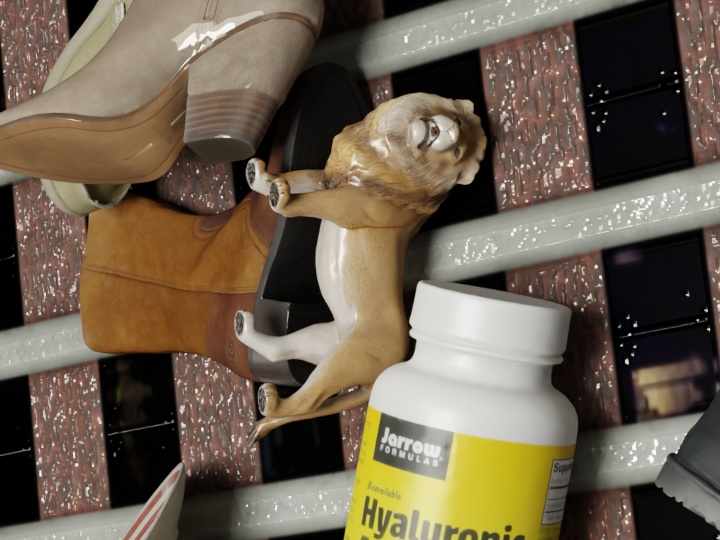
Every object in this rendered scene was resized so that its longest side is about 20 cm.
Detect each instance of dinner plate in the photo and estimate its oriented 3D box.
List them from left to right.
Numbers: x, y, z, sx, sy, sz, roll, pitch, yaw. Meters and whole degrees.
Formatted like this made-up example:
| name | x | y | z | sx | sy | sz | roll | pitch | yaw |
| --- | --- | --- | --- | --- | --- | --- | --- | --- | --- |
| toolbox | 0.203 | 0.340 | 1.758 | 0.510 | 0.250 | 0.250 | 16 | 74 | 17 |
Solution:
| name | x | y | z | sx | sy | sz | roll | pitch | yaw |
| --- | --- | --- | --- | --- | --- | --- | --- | --- | --- |
| dinner plate | -0.150 | 0.199 | 1.374 | 0.024 | 0.200 | 0.200 | 33 | 111 | -3 |

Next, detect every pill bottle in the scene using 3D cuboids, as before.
| name | x | y | z | sx | sy | sz | roll | pitch | yaw |
| --- | --- | --- | --- | --- | --- | --- | --- | --- | --- |
| pill bottle | 0.052 | 0.110 | 1.245 | 0.111 | 0.111 | 0.200 | 12 | 94 | 38 |

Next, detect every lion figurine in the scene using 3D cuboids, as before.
| name | x | y | z | sx | sy | sz | roll | pitch | yaw |
| --- | --- | --- | --- | --- | --- | --- | --- | --- | --- |
| lion figurine | 0.000 | 0.000 | 1.303 | 0.072 | 0.122 | 0.200 | -148 | 63 | -62 |

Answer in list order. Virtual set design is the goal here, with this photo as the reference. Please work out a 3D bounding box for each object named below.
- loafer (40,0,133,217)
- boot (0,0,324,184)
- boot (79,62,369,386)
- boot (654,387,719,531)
| name | x | y | z | sx | sy | sz | roll | pitch | yaw |
| --- | --- | --- | --- | --- | --- | --- | --- | --- | --- |
| loafer | -0.127 | -0.123 | 1.408 | 0.068 | 0.076 | 0.200 | 17 | 82 | 35 |
| boot | -0.113 | -0.128 | 1.343 | 0.200 | 0.070 | 0.146 | 0 | 64 | 21 |
| boot | -0.083 | -0.033 | 1.410 | 0.200 | 0.068 | 0.189 | 10 | 100 | 46 |
| boot | 0.249 | 0.054 | 1.130 | 0.165 | 0.066 | 0.200 | 33 | 100 | 28 |
